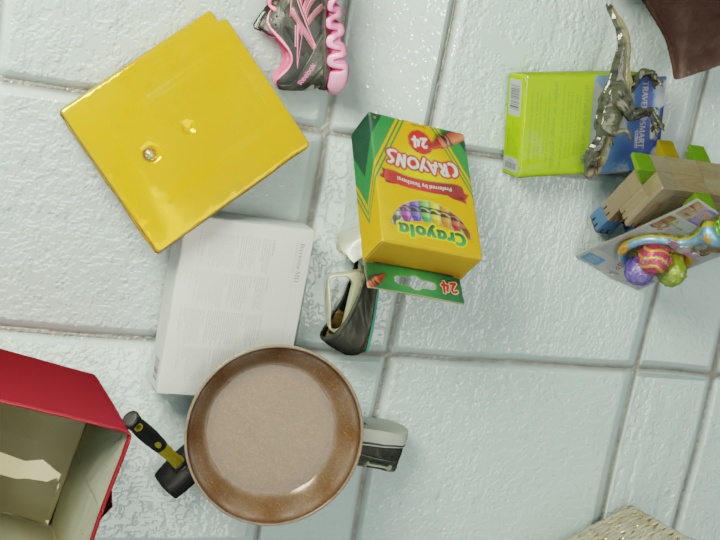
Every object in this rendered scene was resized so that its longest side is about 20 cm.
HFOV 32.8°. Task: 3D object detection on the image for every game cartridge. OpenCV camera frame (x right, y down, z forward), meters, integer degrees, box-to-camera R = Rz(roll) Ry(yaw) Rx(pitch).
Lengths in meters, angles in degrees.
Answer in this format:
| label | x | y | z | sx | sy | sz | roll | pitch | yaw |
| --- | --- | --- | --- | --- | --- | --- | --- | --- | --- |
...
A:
| label | x | y | z | sx | sy | sz | roll | pitch | yaw |
| --- | --- | --- | --- | --- | --- | --- | --- | --- | --- |
| game cartridge | -0.180 | -0.146 | 1.268 | 0.199 | 0.032 | 0.177 | -36 | 97 | -13 |

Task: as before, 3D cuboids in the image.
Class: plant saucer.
| label | x | y | z | sx | sy | sz | roll | pitch | yaw |
| --- | --- | --- | --- | --- | --- | --- | --- | --- | --- |
| plant saucer | -0.096 | 0.178 | 1.344 | 0.198 | 0.037 | 0.203 | -2 | 97 | -13 |

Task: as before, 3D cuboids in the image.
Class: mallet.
| label | x | y | z | sx | sy | sz | roll | pitch | yaw |
| --- | --- | --- | --- | --- | --- | --- | --- | --- | --- |
| mallet | -0.205 | 0.184 | 1.312 | 0.066 | 0.041 | 0.201 | -40 | 154 | -16 |

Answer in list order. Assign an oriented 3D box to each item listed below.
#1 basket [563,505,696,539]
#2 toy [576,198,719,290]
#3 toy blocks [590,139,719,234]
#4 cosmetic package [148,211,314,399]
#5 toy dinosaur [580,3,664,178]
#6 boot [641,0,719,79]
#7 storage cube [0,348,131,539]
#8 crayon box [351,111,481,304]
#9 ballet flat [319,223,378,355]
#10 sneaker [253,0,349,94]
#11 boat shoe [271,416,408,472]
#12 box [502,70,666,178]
| label | x | y | z | sx | sy | sz | roll | pitch | yaw |
| --- | --- | --- | --- | --- | --- | --- | --- | --- | --- |
| basket | 0.348 | 0.447 | 1.610 | 0.198 | 0.161 | 0.200 | -24 | 112 | -15 |
| toy | 0.370 | -0.013 | 1.481 | 0.114 | 0.199 | 0.048 | 26 | 55 | -26 |
| toy blocks | 0.380 | -0.074 | 1.507 | 0.198 | 0.101 | 0.137 | 4 | 145 | -28 |
| cosmetic package | -0.142 | 0.039 | 1.349 | 0.149 | 0.052 | 0.202 | 8 | 101 | -23 |
| toy dinosaur | 0.313 | -0.204 | 1.433 | 0.087 | 0.047 | 0.203 | 7 | 95 | -18 |
| boot | 0.366 | -0.307 | 1.442 | 0.198 | 0.072 | 0.168 | -19 | 108 | -23 |
| storage cube | -0.353 | 0.189 | 1.227 | 0.198 | 0.180 | 0.173 | 18 | 96 | -27 |
| crayon box | 0.062 | -0.069 | 1.340 | 0.126 | 0.051 | 0.202 | 9 | 58 | -26 |
| ballet flat | 0.000 | 0.000 | 1.393 | 0.068 | 0.068 | 0.202 | 13 | 98 | -17 |
| sneaker | -0.068 | -0.282 | 1.289 | 0.094 | 0.079 | 0.202 | -8 | 106 | -9 |
| boat shoe | -0.035 | 0.203 | 1.429 | 0.198 | 0.071 | 0.064 | 12 | 98 | -27 |
| box | 0.270 | -0.177 | 1.469 | 0.198 | 0.048 | 0.123 | -4 | 106 | -23 |
